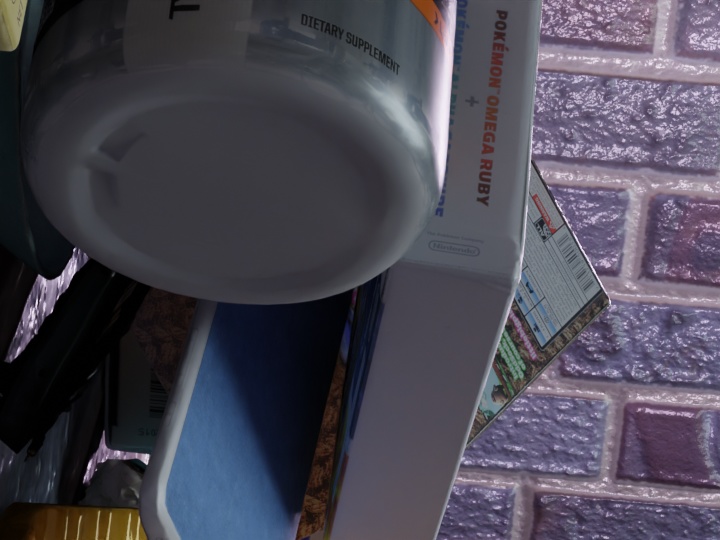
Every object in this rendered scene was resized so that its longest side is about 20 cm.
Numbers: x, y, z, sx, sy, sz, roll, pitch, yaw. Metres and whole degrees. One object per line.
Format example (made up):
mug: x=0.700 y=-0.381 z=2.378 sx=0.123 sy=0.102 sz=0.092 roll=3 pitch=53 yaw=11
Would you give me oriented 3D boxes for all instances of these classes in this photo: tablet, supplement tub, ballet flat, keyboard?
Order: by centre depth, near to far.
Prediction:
supplement tub: x=-0.029 y=-0.102 z=0.628 sx=0.123 sy=0.121 sz=0.201 roll=94 pitch=0 yaw=-56
tablet: x=-0.036 y=0.034 z=0.730 sx=0.131 sy=0.014 sz=0.201 roll=73 pitch=23 yaw=-48
keyboard: x=-0.104 y=0.012 z=0.732 sx=0.105 sy=0.039 sz=0.200 roll=-60 pitch=-179 yaw=10
ballet flat: x=-0.119 y=0.138 z=1.058 sx=0.200 sy=0.071 sz=0.072 roll=85 pitch=10 yaw=-76

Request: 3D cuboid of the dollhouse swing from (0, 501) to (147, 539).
dollhouse swing: x=-0.029 y=0.183 z=0.740 sx=0.200 sy=0.175 sz=0.183 roll=17 pitch=77 yaw=-63

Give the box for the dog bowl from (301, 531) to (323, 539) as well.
dog bowl: x=-0.023 y=0.113 z=1.073 sx=0.200 sy=0.078 sz=0.202 roll=10 pitch=90 yaw=-81

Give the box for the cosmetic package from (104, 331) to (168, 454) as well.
cosmetic package: x=-0.088 y=0.014 z=1.180 sx=0.200 sy=0.086 sz=0.104 roll=-82 pitch=177 yaw=-65

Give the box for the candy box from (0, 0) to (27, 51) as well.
candy box: x=-0.095 y=-0.142 z=0.401 sx=0.200 sy=0.055 sz=0.116 roll=95 pitch=0 yaw=-67

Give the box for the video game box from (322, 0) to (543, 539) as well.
video game box: x=0.026 y=-0.016 z=0.741 sx=0.201 sy=0.046 sz=0.183 roll=102 pitch=-1 yaw=-54

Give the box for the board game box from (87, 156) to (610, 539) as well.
board game box: x=0.000 y=0.000 z=0.926 sx=0.200 sy=0.096 sz=0.160 roll=-37 pitch=100 yaw=-52

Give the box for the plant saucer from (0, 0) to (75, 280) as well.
plant saucer: x=-0.108 y=-0.099 z=0.669 sx=0.200 sy=0.036 sz=0.202 roll=4 pitch=90 yaw=-89
